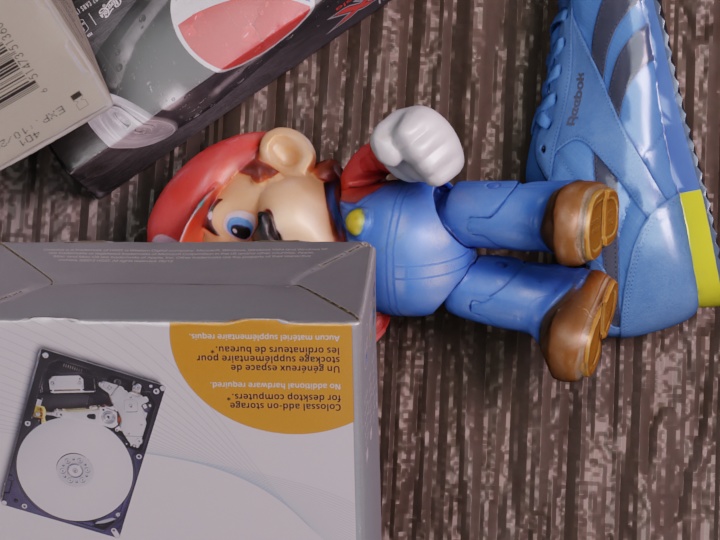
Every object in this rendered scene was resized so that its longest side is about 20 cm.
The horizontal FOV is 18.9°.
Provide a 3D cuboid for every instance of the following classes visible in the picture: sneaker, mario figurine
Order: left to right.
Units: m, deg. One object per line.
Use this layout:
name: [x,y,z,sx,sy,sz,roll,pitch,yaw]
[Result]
mario figurine: [0.000,0.000,0.888,0.198,0.106,0.125,7,82,21]
sneaker: [0.099,-0.071,0.927,0.078,0.066,0.202,-12,81,6]

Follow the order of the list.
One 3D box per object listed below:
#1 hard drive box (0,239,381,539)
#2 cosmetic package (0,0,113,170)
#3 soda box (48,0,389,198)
hard drive box: [-0.070,0.094,0.864,0.154,0.077,0.202,0,114,4]
cosmetic package: [-0.176,-0.144,0.893,0.071,0.105,0.201,-28,47,2]
soda box: [-0.055,-0.116,0.941,0.199,0.071,0.064,-35,81,-1]
